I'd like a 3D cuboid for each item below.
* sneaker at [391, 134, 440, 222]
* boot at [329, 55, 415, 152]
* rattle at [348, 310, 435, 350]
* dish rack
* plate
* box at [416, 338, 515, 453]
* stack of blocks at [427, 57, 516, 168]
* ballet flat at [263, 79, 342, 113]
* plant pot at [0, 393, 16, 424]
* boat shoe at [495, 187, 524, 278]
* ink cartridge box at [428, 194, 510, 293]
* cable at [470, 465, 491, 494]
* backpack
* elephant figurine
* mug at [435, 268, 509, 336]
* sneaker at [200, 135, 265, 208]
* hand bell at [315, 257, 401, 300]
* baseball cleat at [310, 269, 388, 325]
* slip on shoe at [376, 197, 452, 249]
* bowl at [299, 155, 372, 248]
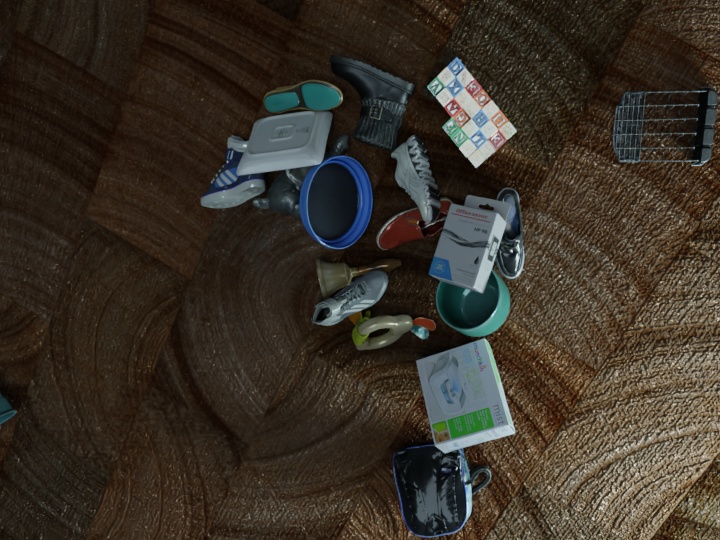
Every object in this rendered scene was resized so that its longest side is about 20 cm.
[{"bbox_3d":[0.122,-0.194,1.277,0.080,0.075,0.205,-21,70,24],"label":"sneaker"},{"bbox_3d":[0.006,-0.368,1.275,0.207,0.079,0.161,25,106,5],"label":"boot"},{"bbox_3d":[0.067,0.107,1.399,0.195,0.144,0.132,-19,132,0],"label":"rattle"},{"bbox_3d":[0.619,-0.293,1.182,0.194,0.055,0.158,2,102,13],"label":"dish rack"},{"bbox_3d":[-0.167,-0.292,1.274,0.194,0.203,0.033,-5,135,12],"label":"plate"},{"bbox_3d":[0.239,0.287,1.321,0.173,0.097,0.204,-20,59,16],"label":"box"},{"bbox_3d":[0.229,-0.337,1.247,0.115,0.059,0.201,-39,93,17],"label":"stack of blocks"},{"bbox_3d":[-0.124,-0.395,1.293,0.195,0.064,0.070,3,128,21],"label":"ballet flat"},{"bbox_3d":[-1.112,0.363,1.624,0.198,0.200,0.199,-30,88,16],"label":"plant pot"},{"bbox_3d":[0.332,-0.078,1.281,0.068,0.066,0.206,1,103,11],"label":"boat shoe"},{"bbox_3d":[0.233,-0.068,1.234,0.114,0.066,0.205,16,86,35],"label":"ink cartridge box"},{"bbox_3d":[0.255,0.576,1.455,0.198,0.050,0.098,-36,90,17],"label":"cable"},{"bbox_3d":[0.181,0.520,1.391,0.178,0.147,0.205,-12,74,15],"label":"backpack"},{"bbox_3d":[-0.131,-0.227,1.317,0.139,0.154,0.205,19,103,29],"label":"elephant figurine"},{"bbox_3d":[0.267,0.056,1.289,0.186,0.114,0.152,-48,56,9],"label":"mug"},{"bbox_3d":[-0.307,-0.241,1.381,0.196,0.080,0.151,-14,79,31],"label":"sneaker"},{"bbox_3d":[0.000,0.000,1.369,0.195,0.104,0.107,-13,101,2],"label":"hand bell"},{"bbox_3d":[-0.025,0.069,1.307,0.199,0.106,0.070,-38,79,16],"label":"baseball cleat"},{"bbox_3d":[0.124,-0.099,1.313,0.196,0.062,0.075,-23,128,14],"label":"slip on shoe"},{"bbox_3d":[-0.054,-0.152,1.290,0.039,0.198,0.206,11,108,45],"label":"bowl"}]
